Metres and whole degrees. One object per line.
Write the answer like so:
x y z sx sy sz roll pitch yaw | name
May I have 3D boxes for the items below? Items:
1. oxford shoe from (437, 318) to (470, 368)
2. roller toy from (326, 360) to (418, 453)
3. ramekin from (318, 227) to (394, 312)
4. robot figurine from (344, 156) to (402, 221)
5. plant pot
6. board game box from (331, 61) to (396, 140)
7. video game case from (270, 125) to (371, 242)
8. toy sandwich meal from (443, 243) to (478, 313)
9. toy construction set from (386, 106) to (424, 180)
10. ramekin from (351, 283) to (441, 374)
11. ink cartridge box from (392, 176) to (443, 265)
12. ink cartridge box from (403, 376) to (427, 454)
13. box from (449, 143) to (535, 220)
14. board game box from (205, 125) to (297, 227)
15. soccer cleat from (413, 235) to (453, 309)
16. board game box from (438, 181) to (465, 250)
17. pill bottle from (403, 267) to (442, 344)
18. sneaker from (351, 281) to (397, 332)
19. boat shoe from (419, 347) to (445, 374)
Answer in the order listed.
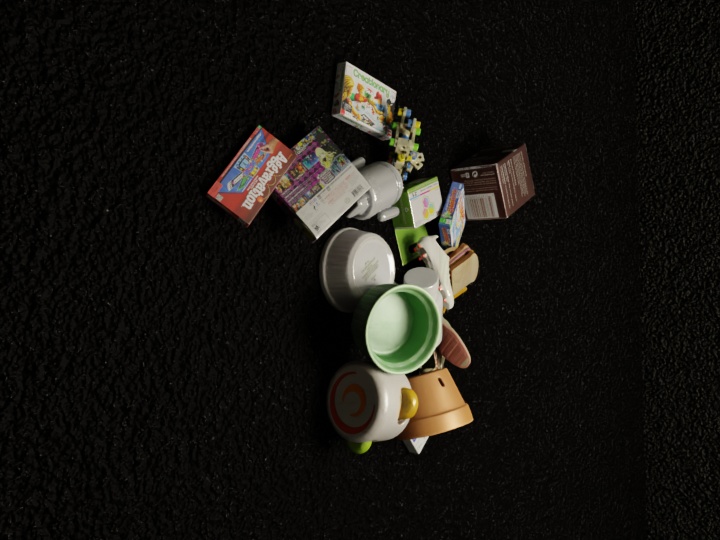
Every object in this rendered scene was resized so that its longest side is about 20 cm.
0.239 0.178 1.814 0.073 0.071 0.201 -1 48 -54 | oxford shoe
0.026 0.301 1.547 0.139 0.200 0.184 12 37 -49 | roller toy
0.000 0.000 1.585 0.201 0.093 0.206 -1 92 -49 | ramekin
0.027 -0.193 1.599 0.199 0.113 0.171 -33 89 -45 | robot figurine
0.170 0.329 1.670 0.198 0.198 0.142 -4 77 -49 | plant pot
0.011 -0.413 1.639 0.199 0.034 0.129 13 81 -49 | board game box
-0.097 -0.189 1.443 0.182 0.036 0.200 47 59 -6 | video game case
0.249 0.026 1.851 0.204 0.070 0.208 -31 135 -37 | toy sandwich meal
0.110 -0.305 1.694 0.200 0.091 0.133 68 29 -66 | toy construction set
0.076 0.125 1.511 0.197 0.097 0.204 -4 99 -27 | ramekin
0.158 -0.133 1.783 0.147 0.075 0.203 -29 110 -45 | ink cartridge box
0.129 0.387 1.782 0.100 0.039 0.202 -50 127 -36 | ink cartridge box
0.396 -0.264 1.992 0.199 0.164 0.167 -36 116 -43 | box
-0.218 -0.194 1.351 0.102 0.019 0.201 37 60 -13 | board game box
0.210 0.001 1.749 0.077 0.069 0.203 -20 83 -22 | soccer cleat
0.259 -0.135 1.870 0.201 0.034 0.137 68 38 -62 | board game box
0.155 0.099 1.710 0.114 0.113 0.202 -42 141 -40 | pill bottle
0.058 0.104 1.666 0.201 0.080 0.077 -54 126 -36 | sneaker
0.189 0.283 1.825 0.073 0.075 0.204 19 67 -51 | boat shoe
